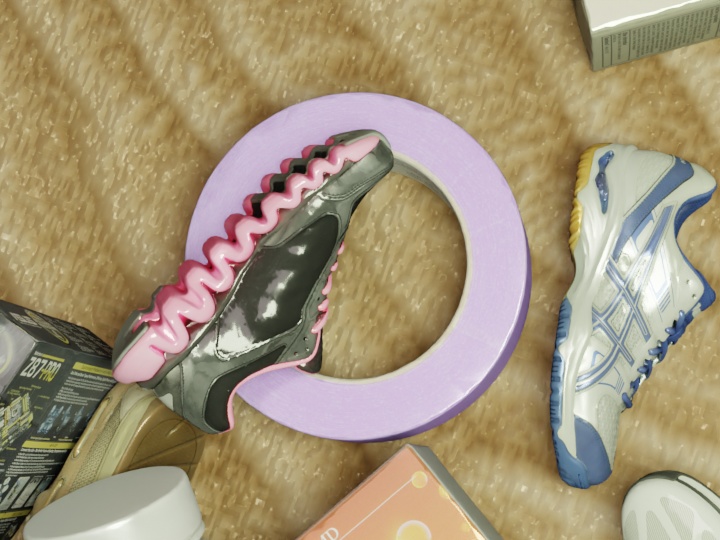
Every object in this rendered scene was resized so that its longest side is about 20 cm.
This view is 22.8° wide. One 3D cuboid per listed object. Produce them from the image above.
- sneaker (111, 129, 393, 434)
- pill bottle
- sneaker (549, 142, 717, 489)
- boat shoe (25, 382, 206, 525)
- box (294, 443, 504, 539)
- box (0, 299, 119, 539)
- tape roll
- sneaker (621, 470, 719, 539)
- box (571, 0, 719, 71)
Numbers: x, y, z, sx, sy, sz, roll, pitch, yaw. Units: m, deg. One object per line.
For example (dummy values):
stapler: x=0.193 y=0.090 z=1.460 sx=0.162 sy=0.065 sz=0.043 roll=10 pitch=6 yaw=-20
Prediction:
sneaker: x=-0.044 y=0.009 z=0.995 sx=0.095 sy=0.079 sz=0.200 roll=44 pitch=91 yaw=-11
pill bottle: x=-0.109 y=0.218 z=0.984 sx=0.113 sy=0.113 sz=0.201 roll=-17 pitch=100 yaw=6
sneaker: x=0.157 y=0.027 z=1.018 sx=0.088 sy=0.075 sz=0.201 roll=7 pitch=85 yaw=8
boat shoe: x=-0.163 y=0.158 z=1.058 sx=0.064 sy=0.071 sz=0.201 roll=27 pitch=85 yaw=47
box: x=0.049 y=0.213 z=0.999 sx=0.124 sy=0.097 sz=0.200 roll=-41 pitch=79 yaw=2
box: x=-0.211 y=0.100 z=0.997 sx=0.049 sy=0.200 sz=0.161 roll=37 pitch=90 yaw=10
tape roll: x=0.000 y=0.000 z=1.049 sx=0.199 sy=0.066 sz=0.201 roll=-1 pitch=84 yaw=8
sneaker: x=0.176 y=0.203 z=0.932 sx=0.076 sy=0.115 sz=0.201 roll=-32 pitch=73 yaw=33
box: x=0.219 y=-0.185 z=1.027 sx=0.199 sy=0.095 sz=0.078 roll=-15 pitch=81 yaw=4
